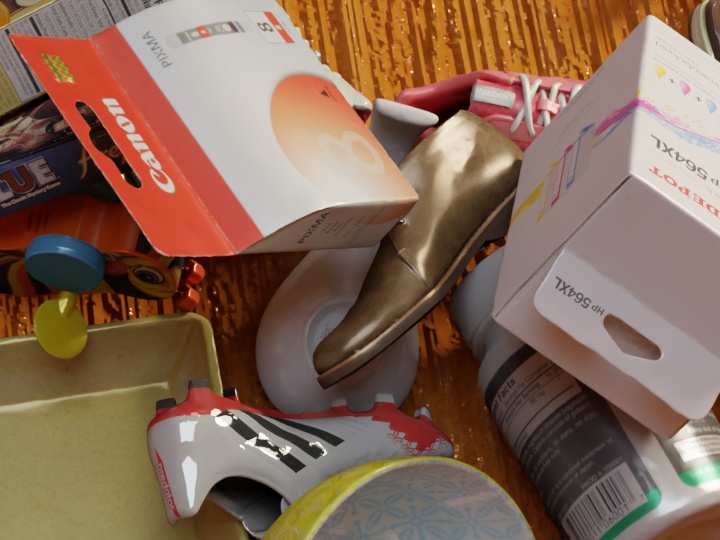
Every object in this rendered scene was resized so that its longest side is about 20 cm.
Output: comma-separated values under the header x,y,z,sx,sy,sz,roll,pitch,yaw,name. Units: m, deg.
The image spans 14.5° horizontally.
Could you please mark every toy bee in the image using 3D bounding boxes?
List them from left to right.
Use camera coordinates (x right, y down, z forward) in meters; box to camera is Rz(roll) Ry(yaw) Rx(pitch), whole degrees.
x,y,z,sx,sy,sz,roll,pitch,yaw,name
-0.148,-0.005,1.654,0.200,0.109,0.131,15,69,42,toy bee

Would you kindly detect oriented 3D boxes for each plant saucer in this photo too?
x,y,z,sx,sy,sz,roll,pitch,yaw,name
-0.171,0.133,1.637,0.199,0.049,0.201,-8,61,-7,plant saucer

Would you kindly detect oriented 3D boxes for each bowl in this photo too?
x,y,z,sx,sy,sz,roll,pitch,yaw,name
-0.003,0.197,1.560,0.108,0.200,0.200,4,48,51,bowl

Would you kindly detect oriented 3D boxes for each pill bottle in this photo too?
x,y,z,sx,sy,sz,roll,pitch,yaw,name
0.138,0.080,1.641,0.113,0.113,0.200,-22,64,-14,pill bottle

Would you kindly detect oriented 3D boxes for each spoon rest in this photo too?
x,y,z,sx,sy,sz,roll,pitch,yaw,name
0.000,0.000,1.699,0.099,0.061,0.201,17,85,-7,spoon rest

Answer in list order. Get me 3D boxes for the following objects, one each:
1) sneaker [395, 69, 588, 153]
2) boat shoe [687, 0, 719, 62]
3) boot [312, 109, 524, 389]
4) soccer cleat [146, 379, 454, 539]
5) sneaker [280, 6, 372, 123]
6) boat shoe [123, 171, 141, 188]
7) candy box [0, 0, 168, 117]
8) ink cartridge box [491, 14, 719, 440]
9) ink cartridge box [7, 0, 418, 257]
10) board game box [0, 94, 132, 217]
x,y,z,sx,sy,sz,roll,pitch,yaw,name
0.105,-0.085,1.704,0.200,0.087,0.074,-4,65,33,sneaker
0.279,-0.093,1.749,0.075,0.075,0.203,-10,67,-54,boat shoe
0.025,-0.013,1.640,0.075,0.074,0.200,47,60,-9,boot
-0.032,0.115,1.615,0.199,0.069,0.086,9,64,-34,soccer cleat
-0.046,-0.113,1.780,0.093,0.070,0.200,-1,58,-23,sneaker
-0.133,-0.107,1.760,0.072,0.071,0.200,-19,61,-12,boat shoe
-0.212,-0.139,1.659,0.200,0.055,0.115,-28,29,-2,candy box
0.165,-0.019,1.562,0.128,0.125,0.200,33,33,-13,ink cartridge box
-0.077,-0.084,1.548,0.200,0.050,0.162,-1,51,-56,ink cartridge box
-0.160,-0.113,1.670,0.135,0.035,0.200,-19,30,17,board game box
